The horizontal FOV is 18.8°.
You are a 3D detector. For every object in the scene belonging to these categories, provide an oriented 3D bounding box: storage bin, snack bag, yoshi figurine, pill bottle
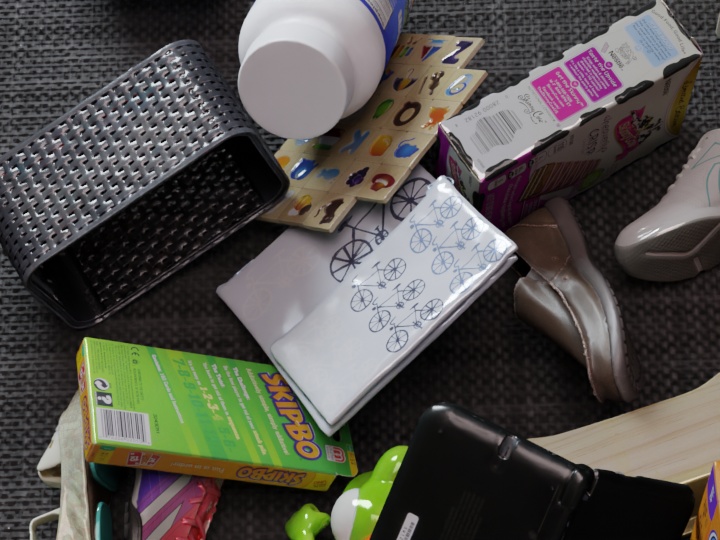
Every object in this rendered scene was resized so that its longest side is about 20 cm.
[{"bbox_3d":[-0.168,-0.062,1.598,0.200,0.135,0.094,-35,67,1],"label":"storage bin"},{"bbox_3d":[0.000,0.000,1.572,0.189,0.021,0.200,-43,42,2],"label":"snack bag"},{"bbox_3d":[-0.011,0.215,1.516,0.200,0.112,0.112,-54,35,-7],"label":"yoshi figurine"},{"bbox_3d":[-0.029,-0.181,1.640,0.111,0.113,0.200,11,34,7],"label":"pill bottle"}]

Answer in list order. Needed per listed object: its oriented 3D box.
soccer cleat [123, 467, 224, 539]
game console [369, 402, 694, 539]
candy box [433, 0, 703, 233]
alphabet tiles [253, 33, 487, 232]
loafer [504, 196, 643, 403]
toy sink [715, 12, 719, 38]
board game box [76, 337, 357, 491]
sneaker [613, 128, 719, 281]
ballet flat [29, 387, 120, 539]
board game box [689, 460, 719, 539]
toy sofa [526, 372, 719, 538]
[{"bbox_3d":[-0.130,0.166,1.545,0.073,0.068,0.201,1,61,-3],"label":"soccer cleat"},{"bbox_3d":[0.100,0.205,1.450,0.175,0.116,0.201,25,101,17],"label":"game console"},{"bbox_3d":[0.153,-0.105,1.628,0.199,0.137,0.061,-31,70,-12],"label":"candy box"},{"bbox_3d":[0.006,-0.107,1.649,0.166,0.006,0.200,11,56,52],"label":"alphabet tiles"},{"bbox_3d":[0.151,0.031,1.586,0.071,0.073,0.200,-23,39,3],"label":"loafer"},{"bbox_3d":[0.387,-0.193,1.668,0.200,0.131,0.112,37,70,17],"label":"toy sink"},{"bbox_3d":[-0.101,0.103,1.540,0.199,0.030,0.096,8,46,-21],"label":"board game box"},{"bbox_3d":[0.269,-0.058,1.646,0.200,0.071,0.080,-27,57,-17],"label":"sneaker"},{"bbox_3d":[-0.206,0.162,1.550,0.062,0.068,0.201,-5,63,10],"label":"ballet flat"},{"bbox_3d":[0.327,0.247,1.414,0.198,0.200,0.201,-3,63,0],"label":"board game box"},{"bbox_3d":[0.202,0.152,1.530,0.199,0.083,0.098,-19,62,-7],"label":"toy sofa"}]
